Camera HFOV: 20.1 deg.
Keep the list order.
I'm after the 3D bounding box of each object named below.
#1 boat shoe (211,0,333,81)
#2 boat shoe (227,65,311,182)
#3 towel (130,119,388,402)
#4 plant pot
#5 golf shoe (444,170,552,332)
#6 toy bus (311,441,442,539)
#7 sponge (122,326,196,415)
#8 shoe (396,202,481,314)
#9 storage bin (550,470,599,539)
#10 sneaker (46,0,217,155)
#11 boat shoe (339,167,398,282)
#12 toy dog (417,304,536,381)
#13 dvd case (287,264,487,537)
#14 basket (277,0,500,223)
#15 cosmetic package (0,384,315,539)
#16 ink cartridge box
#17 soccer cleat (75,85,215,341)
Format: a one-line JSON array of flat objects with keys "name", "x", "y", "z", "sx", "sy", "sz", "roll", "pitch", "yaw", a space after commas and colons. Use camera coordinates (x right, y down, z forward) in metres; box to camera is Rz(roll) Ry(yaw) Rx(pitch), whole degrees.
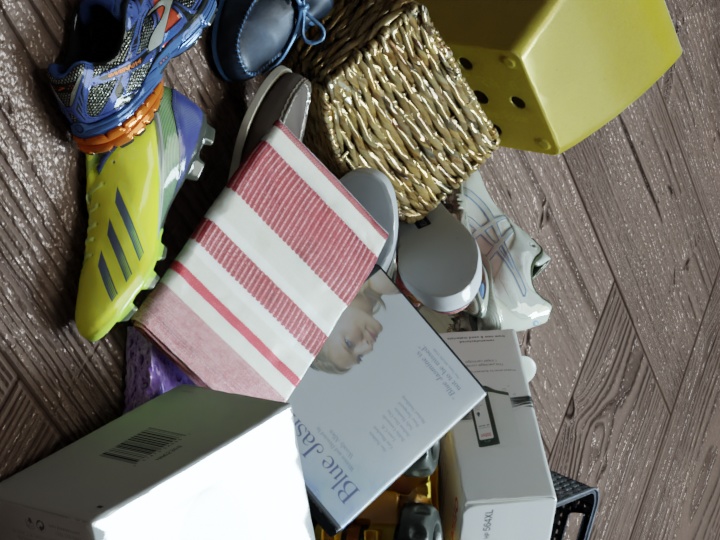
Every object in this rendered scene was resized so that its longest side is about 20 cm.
[{"name": "boat shoe", "x": -0.054, "y": -0.232, "z": 1.638, "sx": 0.200, "sy": 0.068, "sz": 0.084, "roll": -64, "pitch": 144, "yaw": -31}, {"name": "boat shoe", "x": -0.072, "y": -0.064, "z": 1.599, "sx": 0.201, "sy": 0.059, "sz": 0.072, "roll": -70, "pitch": 157, "yaw": -14}, {"name": "towel", "x": -0.073, "y": 0.006, "z": 1.547, "sx": 0.144, "sy": 0.023, "sz": 0.200, "roll": 46, "pitch": 64, "yaw": -28}, {"name": "plant pot", "x": 0.153, "y": -0.221, "z": 1.898, "sx": 0.177, "sy": 0.199, "sz": 0.200, "roll": -56, "pitch": 138, "yaw": -26}, {"name": "golf shoe", "x": 0.125, "y": -0.019, "z": 1.890, "sx": 0.078, "sy": 0.097, "sz": 0.201, "roll": 103, "pitch": -15, "yaw": -51}, {"name": "toy bus", "x": 0.016, "y": 0.189, "z": 1.742, "sx": 0.192, "sy": 0.135, "sz": 0.201, "roll": 10, "pitch": 80, "yaw": -73}, {"name": "sponge", "x": -0.117, "y": 0.101, "z": 1.589, "sx": 0.200, "sy": 0.030, "sz": 0.112, "roll": 5, "pitch": 86, "yaw": -59}, {"name": "shoe", "x": 0.064, "y": 0.000, "z": 1.780, "sx": 0.200, "sy": 0.071, "sz": 0.091, "roll": -117, "pitch": -170, "yaw": -55}, {"name": "storage bin", "x": 0.136, "y": 0.267, "z": 1.945, "sx": 0.200, "sy": 0.094, "sz": 0.136, "roll": -7, "pitch": 114, "yaw": -59}, {"name": "sneaker", "x": -0.161, "y": -0.180, "z": 1.456, "sx": 0.078, "sy": 0.075, "sz": 0.200, "roll": 54, "pitch": 45, "yaw": -42}, {"name": "boat shoe", "x": 0.000, "y": 0.000, "z": 1.725, "sx": 0.066, "sy": 0.072, "sz": 0.201, "roll": -55, "pitch": 151, "yaw": -61}, {"name": "toy dog", "x": 0.126, "y": 0.090, "z": 1.944, "sx": 0.132, "sy": 0.096, "sz": 0.200, "roll": -62, "pitch": 141, "yaw": -37}, {"name": "dvd case", "x": -0.004, "y": 0.099, "z": 1.617, "sx": 0.143, "sy": 0.018, "sz": 0.200, "roll": 50, "pitch": 53, "yaw": 2}, {"name": "basket", "x": 0.001, "y": -0.152, "z": 1.748, "sx": 0.143, "sy": 0.149, "sz": 0.200, "roll": -42, "pitch": 137, "yaw": -6}, {"name": "cosmetic package", "x": -0.138, "y": 0.214, "z": 1.436, "sx": 0.199, "sy": 0.123, "sz": 0.201, "roll": -28, "pitch": 114, "yaw": -43}, {"name": "ink cartridge box", "x": 0.108, "y": 0.173, "z": 1.785, "sx": 0.200, "sy": 0.084, "sz": 0.146, "roll": -100, "pitch": -170, "yaw": -45}, {"name": "soccer cleat", "x": -0.174, "y": -0.045, "z": 1.470, "sx": 0.084, "sy": 0.065, "sz": 0.201, "roll": 30, "pitch": 66, "yaw": -24}]
